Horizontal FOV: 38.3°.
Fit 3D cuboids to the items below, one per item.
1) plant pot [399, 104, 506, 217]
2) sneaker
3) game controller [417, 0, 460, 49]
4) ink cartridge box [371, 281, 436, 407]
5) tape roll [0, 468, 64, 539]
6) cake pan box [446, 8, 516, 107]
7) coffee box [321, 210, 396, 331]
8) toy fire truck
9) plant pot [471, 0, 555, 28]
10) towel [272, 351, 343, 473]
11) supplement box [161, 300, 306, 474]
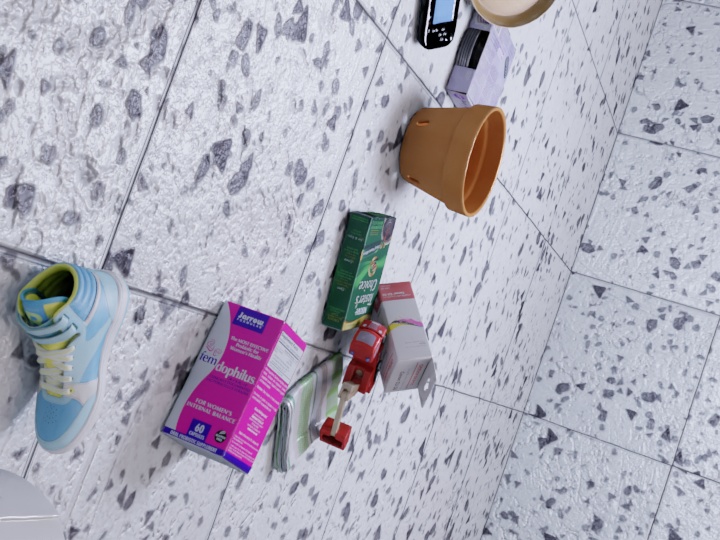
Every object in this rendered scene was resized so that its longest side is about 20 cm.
[{"bbox_3d":[0.161,-0.211,1.860,0.200,0.140,0.200,-48,149,-44],"label":"plant pot"},{"bbox_3d":[-0.314,0.083,1.055,0.131,0.079,0.200,40,60,-68],"label":"sneaker"},{"bbox_3d":[0.139,-0.473,1.741,0.104,0.042,0.200,-35,137,-56],"label":"game controller"},{"bbox_3d":[0.070,0.134,1.824,0.117,0.067,0.200,106,-27,-53],"label":"ink cartridge box"},{"bbox_3d":[-0.374,0.268,0.887,0.139,0.202,0.203,30,79,-67],"label":"tape roll"},{"bbox_3d":[0.238,-0.393,2.023,0.200,0.052,0.185,35,72,-67],"label":"cake pan box"},{"bbox_3d":[0.000,0.000,1.766,0.123,0.044,0.200,-3,110,-67],"label":"coffee box"},{"bbox_3d":[-0.013,0.197,1.782,0.141,0.049,0.200,-55,162,-46],"label":"toy fire truck"},{"bbox_3d":[0.284,-0.548,1.904,0.200,0.027,0.200,-10,121,-17],"label":"plant pot"},{"bbox_3d":[-0.083,0.241,1.773,0.200,0.031,0.150,-36,139,-56],"label":"towel"},{"bbox_3d":[-0.169,0.158,1.416,0.200,0.101,0.103,-66,156,-17],"label":"supplement box"}]
